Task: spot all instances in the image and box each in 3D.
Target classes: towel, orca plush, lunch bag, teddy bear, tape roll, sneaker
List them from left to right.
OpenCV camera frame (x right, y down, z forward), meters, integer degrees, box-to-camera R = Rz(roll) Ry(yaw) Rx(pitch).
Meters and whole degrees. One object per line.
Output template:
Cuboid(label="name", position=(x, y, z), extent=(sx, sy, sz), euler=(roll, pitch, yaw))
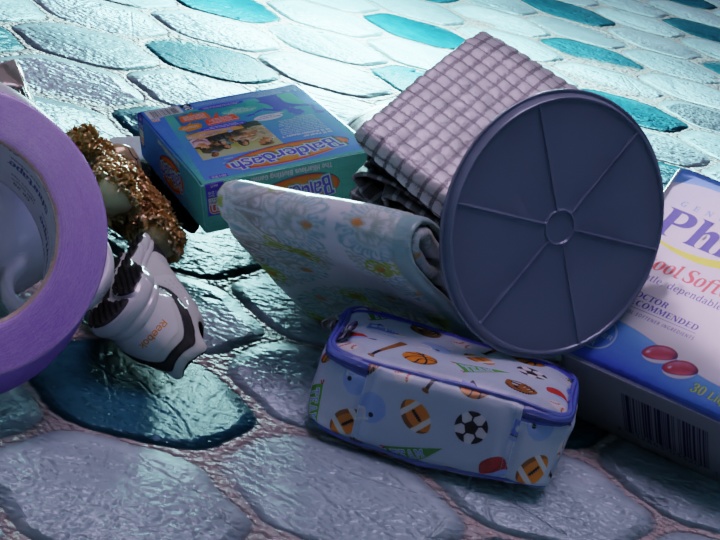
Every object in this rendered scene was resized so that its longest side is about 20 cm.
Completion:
Cuboid(label="tape roll", position=(-0.268, -0.018, 1.280), extent=(0.199, 0.201, 0.066), euler=(11, -19, -13))
Cuboid(label="teddy bear", position=(-0.195, -0.066, 1.612), extent=(0.145, 0.067, 0.200), euler=(39, -3, -8))
Cuboid(label="sneaker", position=(-0.159, 0.031, 1.461), extent=(0.080, 0.074, 0.200), euler=(41, 7, -15))
Cuboid(label="orca plush", position=(-0.140, -0.071, 1.733), extent=(0.199, 0.072, 0.105), euler=(3, 25, 14))
Cuboid(label="towel", position=(0.000, 0.000, 1.503), extent=(0.170, 0.048, 0.200), euler=(9, -22, 27))
Cuboid(label="lunch bag", position=(0.059, 0.087, 1.437), extent=(0.199, 0.076, 0.160), euler=(18, 16, 5))
Cuboid(label="towel", position=(0.103, -0.083, 1.549), extent=(0.165, 0.086, 0.200), euler=(37, 50, 13))

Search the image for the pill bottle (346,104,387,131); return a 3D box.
Cuboid(label="pill bottle", position=(0.030, -0.096, 1.895), extent=(0.110, 0.112, 0.200), euler=(13, 18, -7))

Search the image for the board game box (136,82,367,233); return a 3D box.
Cuboid(label="board game box", position=(-0.089, -0.098, 1.642), extent=(0.151, 0.045, 0.200), euler=(-12, 25, -17))

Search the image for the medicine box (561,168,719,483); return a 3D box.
Cuboid(label="medicine box", position=(0.282, 0.048, 1.523), extent=(0.181, 0.103, 0.200), euler=(24, 62, 26))

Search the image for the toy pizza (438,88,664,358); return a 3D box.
Cuboid(label="toy pizza", position=(0.138, -0.035, 1.441), extent=(0.199, 0.202, 0.032), euler=(4, 10, -31))

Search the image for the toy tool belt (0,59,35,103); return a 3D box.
Cuboid(label="toy tool belt", position=(-0.325, -0.098, 1.646), extent=(0.122, 0.126, 0.200), euler=(-20, 21, -5))

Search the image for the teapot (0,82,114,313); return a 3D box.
Cuboid(label="teapot", position=(-0.297, -0.038, 1.402), extent=(0.197, 0.199, 0.147), euler=(45, 48, -26))
